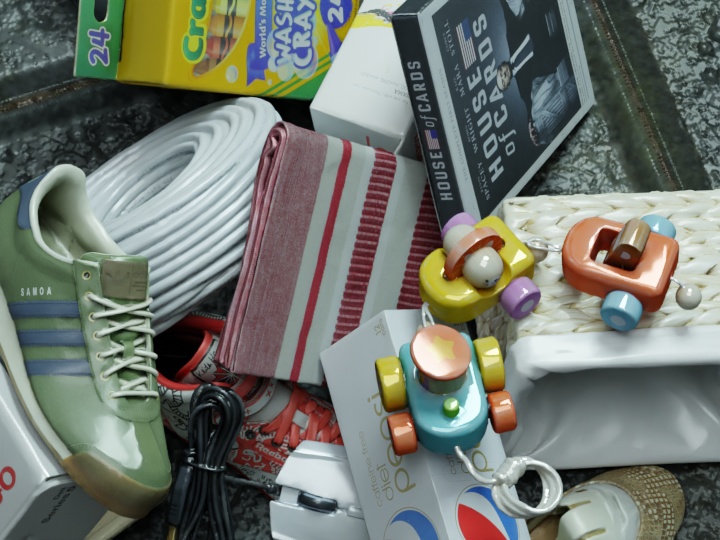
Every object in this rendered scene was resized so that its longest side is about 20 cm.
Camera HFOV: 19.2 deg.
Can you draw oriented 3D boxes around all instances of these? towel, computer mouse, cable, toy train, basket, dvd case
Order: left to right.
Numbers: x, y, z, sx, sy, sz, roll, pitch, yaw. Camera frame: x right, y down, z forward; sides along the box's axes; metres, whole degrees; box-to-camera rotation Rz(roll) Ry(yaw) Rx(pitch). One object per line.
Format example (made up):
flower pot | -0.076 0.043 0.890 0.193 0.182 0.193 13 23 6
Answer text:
cable | -0.123 -0.031 1.303 0.199 0.200 0.069 -31 110 4
computer mouse | -0.014 0.135 1.248 0.199 0.044 0.111 11 92 -24
towel | 0.000 0.000 1.271 0.023 0.199 0.145 15 92 41
dvd case | 0.086 -0.129 1.318 0.025 0.151 0.200 0 29 30
toy train | 0.093 0.028 1.164 0.149 0.056 0.201 22 60 17
basket | 0.171 0.035 1.281 0.198 0.136 0.124 -1 58 -8

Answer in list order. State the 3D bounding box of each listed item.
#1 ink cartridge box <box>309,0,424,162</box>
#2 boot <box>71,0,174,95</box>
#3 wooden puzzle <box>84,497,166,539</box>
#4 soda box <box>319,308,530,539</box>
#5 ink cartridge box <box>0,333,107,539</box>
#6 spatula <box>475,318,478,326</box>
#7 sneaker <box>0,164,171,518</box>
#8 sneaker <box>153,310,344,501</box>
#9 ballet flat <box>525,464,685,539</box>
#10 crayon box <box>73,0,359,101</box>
ink cartridge box | 0.025 -0.115 1.366 0.067 0.117 0.201 19 68 15
boot | -0.140 -0.234 1.460 0.164 0.066 0.200 -33 62 -20
wooden puzzle | -0.241 0.122 1.316 0.185 0.046 0.200 -35 66 -13
soda box | 0.043 0.126 1.207 0.063 0.068 0.201 0 66 -40
ink cartridge box | -0.235 0.085 1.223 0.146 0.084 0.201 -49 64 28
spatula | 0.079 0.033 1.354 0.056 0.021 0.201 -11 66 -9
sneaker | -0.146 0.029 1.159 0.090 0.067 0.201 -47 60 25
sneaker | -0.050 0.092 1.285 0.200 0.108 0.068 26 70 12
ballet flat | 0.112 0.173 1.269 0.199 0.065 0.071 -32 68 -12
crayon box | -0.083 -0.174 1.332 0.051 0.199 0.127 9 96 43
